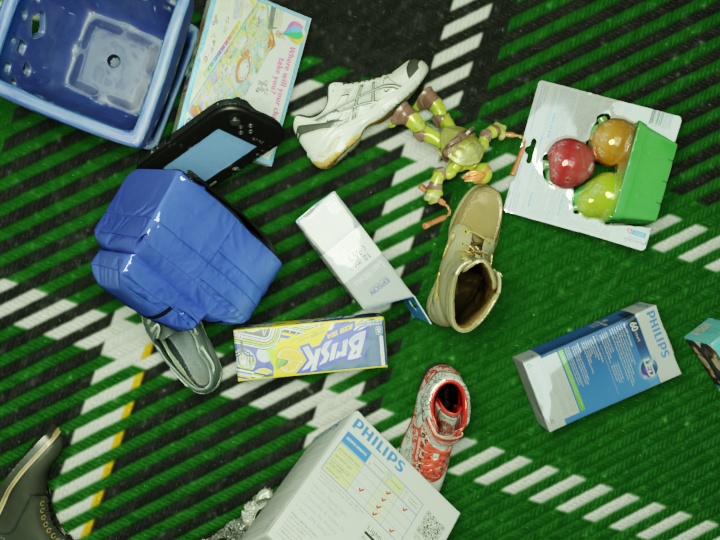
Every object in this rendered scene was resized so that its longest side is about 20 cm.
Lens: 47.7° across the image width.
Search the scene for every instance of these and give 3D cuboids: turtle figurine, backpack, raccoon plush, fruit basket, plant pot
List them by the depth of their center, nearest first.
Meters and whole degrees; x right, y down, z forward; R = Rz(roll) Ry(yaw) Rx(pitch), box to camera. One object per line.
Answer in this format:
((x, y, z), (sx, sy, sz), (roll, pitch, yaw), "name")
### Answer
((-0.312, -0.265, 0.996), (0.198, 0.180, 0.202), (20, 90, -4), "plant pot")
((-0.213, -0.011, 1.002), (0.200, 0.162, 0.169), (38, 77, -37), "backpack")
((0.113, -0.158, 1.058), (0.200, 0.065, 0.161), (-41, 77, -18), "turtle figurine")
((-0.181, 0.362, 1.088), (0.198, 0.134, 0.098), (-13, 110, 28), "raccoon plush")
((0.312, -0.142, 1.103), (0.198, 0.094, 0.188), (15, 90, 11), "fruit basket")

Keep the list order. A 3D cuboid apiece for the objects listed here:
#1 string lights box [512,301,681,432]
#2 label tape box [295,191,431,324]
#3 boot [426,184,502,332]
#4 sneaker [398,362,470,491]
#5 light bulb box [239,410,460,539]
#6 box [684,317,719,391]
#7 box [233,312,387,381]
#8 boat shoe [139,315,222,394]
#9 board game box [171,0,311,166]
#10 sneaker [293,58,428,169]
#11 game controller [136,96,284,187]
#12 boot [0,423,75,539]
((0.321, 0.129, 1.112), (0.198, 0.059, 0.104), (-22, 93, -3), "string lights box")
((0.000, 0.000, 1.043), (0.066, 0.143, 0.201), (-36, 94, -3), "label tape box")
((0.147, -0.019, 1.047), (0.072, 0.155, 0.202), (23, 89, -4), "boot")
((0.095, 0.227, 1.074), (0.066, 0.108, 0.204), (12, 91, -4), "sneaker")
((-0.015, 0.326, 1.017), (0.198, 0.125, 0.200), (45, 51, -4), "light bulb box")
((0.533, 0.163, 1.117), (0.049, 0.082, 0.201), (-35, 93, -2), "box")
((-0.065, 0.100, 1.081), (0.197, 0.064, 0.071), (-5, 92, -5), "box")
((-0.244, 0.073, 1.068), (0.072, 0.062, 0.201), (-30, 93, -3), "boat shoe")
((-0.154, -0.252, 1.059), (0.133, 0.034, 0.203), (16, 90, -24), "board game box")
((-0.002, -0.226, 1.072), (0.199, 0.076, 0.088), (-40, 90, -5), "sneaker")
((-0.188, -0.147, 1.013), (0.104, 0.199, 0.043), (29, 49, -40), "game controller")
((-0.406, 0.313, 1.064), (0.138, 0.078, 0.201), (35, 102, -8), "boot")
